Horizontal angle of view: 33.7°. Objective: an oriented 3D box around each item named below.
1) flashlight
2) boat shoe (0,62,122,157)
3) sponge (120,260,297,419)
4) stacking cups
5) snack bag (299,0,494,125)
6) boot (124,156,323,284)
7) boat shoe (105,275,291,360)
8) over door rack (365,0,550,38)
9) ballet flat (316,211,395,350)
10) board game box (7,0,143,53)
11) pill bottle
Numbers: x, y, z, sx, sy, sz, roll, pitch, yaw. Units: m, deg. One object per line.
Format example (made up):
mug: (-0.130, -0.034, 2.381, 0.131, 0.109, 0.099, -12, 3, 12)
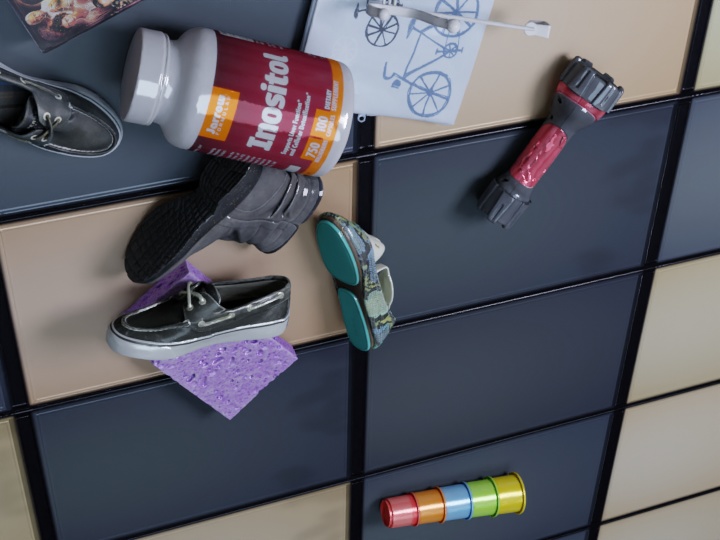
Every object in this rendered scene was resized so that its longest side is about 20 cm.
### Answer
flashlight: (0.203, -0.136, 1.307, 0.068, 0.068, 0.200, 21, 113, -37)
boat shoe: (-0.302, -0.143, 1.069, 0.200, 0.057, 0.069, 21, 114, -36)
sponge: (-0.169, 0.081, 1.324, 0.111, 0.030, 0.200, -40, 131, 7)
stacking cups: (0.125, 0.320, 1.638, 0.199, 0.061, 0.061, -6, 128, -17)
snack bag: (0.031, -0.235, 1.181, 0.199, 0.021, 0.189, 2, 123, -23)
boot: (-0.137, -0.039, 1.225, 0.200, 0.070, 0.131, -37, 146, 20)
boat shoe: (-0.166, 0.040, 1.233, 0.199, 0.071, 0.064, -10, 129, -28)
over door rack: (0.113, -0.299, 1.115, 0.199, 0.067, 0.148, 1, 112, -23)
ballet flat: (0.000, 0.000, 1.329, 0.074, 0.074, 0.200, -21, 133, -9)
board game box: (-0.258, -0.295, 0.987, 0.135, 0.035, 0.200, -29, 132, -2)
pill bottle: (-0.115, -0.159, 1.100, 0.199, 0.113, 0.113, 10, 121, -21)
